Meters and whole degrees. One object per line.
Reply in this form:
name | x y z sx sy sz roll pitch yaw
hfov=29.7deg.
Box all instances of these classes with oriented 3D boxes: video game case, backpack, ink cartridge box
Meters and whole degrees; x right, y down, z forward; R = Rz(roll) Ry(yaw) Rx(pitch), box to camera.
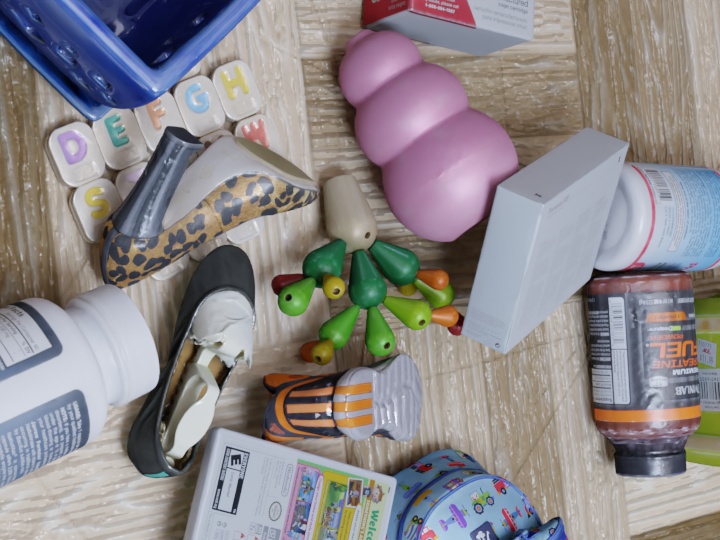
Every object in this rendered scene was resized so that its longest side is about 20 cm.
video game case | -0.066 0.248 1.117 0.182 0.022 0.201 20 73 -30
backpack | 0.100 0.265 1.211 0.182 0.134 0.201 -26 98 -32
ink cartridge box | 0.087 -0.317 1.268 0.144 0.084 0.201 7 83 -32

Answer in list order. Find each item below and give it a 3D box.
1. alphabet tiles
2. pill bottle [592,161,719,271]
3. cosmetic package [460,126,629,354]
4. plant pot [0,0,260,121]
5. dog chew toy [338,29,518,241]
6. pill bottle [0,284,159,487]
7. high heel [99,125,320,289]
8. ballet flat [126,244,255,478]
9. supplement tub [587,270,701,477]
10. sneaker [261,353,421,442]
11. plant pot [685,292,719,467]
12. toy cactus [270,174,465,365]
alphabet tiles | -0.159 -0.101 1.135 0.200 0.015 0.196 -27 101 -31
pill bottle | 0.318 -0.053 1.387 0.199 0.109 0.109 0 87 -33
cosmetic package | 0.171 -0.032 1.244 0.200 0.052 0.151 -32 143 -52
plant pot | -0.189 -0.240 1.020 0.200 0.180 0.200 46 65 -16
dog chew toy | 0.052 -0.127 1.215 0.124 0.125 0.200 -33 86 -30
pill bottle | -0.255 0.089 0.998 0.200 0.119 0.120 -25 100 -32
high heel | -0.125 -0.039 1.131 0.200 0.071 0.143 10 116 -52
ballet flat | -0.123 0.077 1.098 0.068 0.068 0.201 25 83 -35
supplement tub | 0.284 0.102 1.356 0.107 0.107 0.201 -3 89 -33
sneaker | -0.021 0.110 1.177 0.200 0.112 0.078 17 71 -66
plant pot | 0.423 0.111 1.398 0.181 0.200 0.200 -3 89 -27
toy cactus | 0.000 0.000 1.201 0.199 0.102 0.166 -5 71 -31
